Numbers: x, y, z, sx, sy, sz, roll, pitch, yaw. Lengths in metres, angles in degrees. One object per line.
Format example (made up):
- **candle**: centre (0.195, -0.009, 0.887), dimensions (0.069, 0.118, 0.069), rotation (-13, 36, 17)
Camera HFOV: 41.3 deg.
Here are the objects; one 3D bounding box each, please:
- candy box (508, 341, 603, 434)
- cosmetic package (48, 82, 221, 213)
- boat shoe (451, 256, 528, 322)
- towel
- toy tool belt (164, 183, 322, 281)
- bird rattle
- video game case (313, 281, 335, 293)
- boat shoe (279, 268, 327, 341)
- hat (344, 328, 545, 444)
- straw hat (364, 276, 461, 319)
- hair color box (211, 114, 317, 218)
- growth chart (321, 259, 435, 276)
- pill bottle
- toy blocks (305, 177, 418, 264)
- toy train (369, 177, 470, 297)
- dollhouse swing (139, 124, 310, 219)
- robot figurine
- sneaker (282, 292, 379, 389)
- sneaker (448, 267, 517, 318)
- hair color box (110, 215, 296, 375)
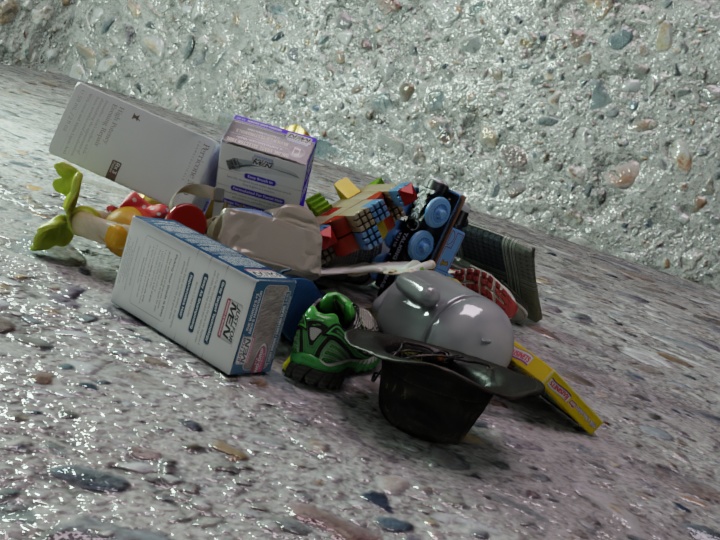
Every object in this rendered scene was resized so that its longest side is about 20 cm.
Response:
- **candy box**: centre (0.197, 0.116, 1.129), dimensions (0.102, 0.026, 0.200), rotation (47, -4, -26)
- **cosmetic package**: centre (-0.277, -0.150, 1.207), dimensions (0.200, 0.102, 0.074), rotation (23, 0, 8)
- **boat shoe**: centre (0.187, 0.015, 1.548), dimensions (0.200, 0.067, 0.057), rotation (26, 57, 12)
- **towel**: centre (0.209, -0.010, 1.568), dimensions (0.192, 0.035, 0.200), rotation (22, -29, 28)
- **toy tool belt**: centre (-0.152, -0.027, 1.150), dimensions (0.200, 0.125, 0.123), rotation (11, -16, -26)
- **bird rattle**: centre (-0.294, -0.045, 1.171), dimensions (0.163, 0.113, 0.200), rotation (22, 0, 38)
- **video game case**: centre (-0.151, 0.013, 1.253), dimensions (0.182, 0.023, 0.200), rotation (20, 10, 18)
- **boat shoe**: centre (-0.084, 0.045, 1.063), dimensions (0.069, 0.084, 0.200), rotation (17, -10, 15)
- **hat**: centre (0.069, 0.118, 0.911), dimensions (0.200, 0.081, 0.201), rotation (16, 2, -1)
- **straw hat**: centre (0.097, 0.047, 1.276), dimensions (0.201, 0.085, 0.201), rotation (15, 11, -3)
- **hair color box**: centre (-0.127, -0.089, 1.218), dimensions (0.109, 0.200, 0.065), rotation (17, 46, 0)
- **growth chart**: centre (0.000, 0.000, 1.267), dimensions (0.200, 0.018, 0.145), rotation (-3, 5, 23)
- **pill bottle**: centre (-0.024, -0.037, 1.456), dimensions (0.200, 0.111, 0.111), rotation (10, 13, -29)
- **toy blocks**: centre (-0.007, -0.065, 1.322), dimensions (0.200, 0.100, 0.137), rotation (-32, 17, -23)
- **toy train**: centre (0.093, -0.035, 1.406), dimensions (0.114, 0.200, 0.087), rotation (21, 5, -43)
- **dollhouse swing**: centre (-0.194, -0.155, 1.390), dimensions (0.200, 0.176, 0.182), rotation (-10, -24, 34)
- **robot figurine**: centre (0.096, 0.069, 1.090), dimensions (0.200, 0.113, 0.170), rotation (32, -16, 52)
- **sneaker**: centre (-0.017, 0.065, 1.025), dimensions (0.078, 0.085, 0.200), rotation (18, 10, 10)
- **sneaker**: centre (0.163, 0.032, 1.457), dimensions (0.082, 0.078, 0.200), rotation (14, 5, -43)
- **hair color box**: centre (-0.165, 0.022, 0.980), dimensions (0.200, 0.100, 0.061), rotation (25, 13, 37)
